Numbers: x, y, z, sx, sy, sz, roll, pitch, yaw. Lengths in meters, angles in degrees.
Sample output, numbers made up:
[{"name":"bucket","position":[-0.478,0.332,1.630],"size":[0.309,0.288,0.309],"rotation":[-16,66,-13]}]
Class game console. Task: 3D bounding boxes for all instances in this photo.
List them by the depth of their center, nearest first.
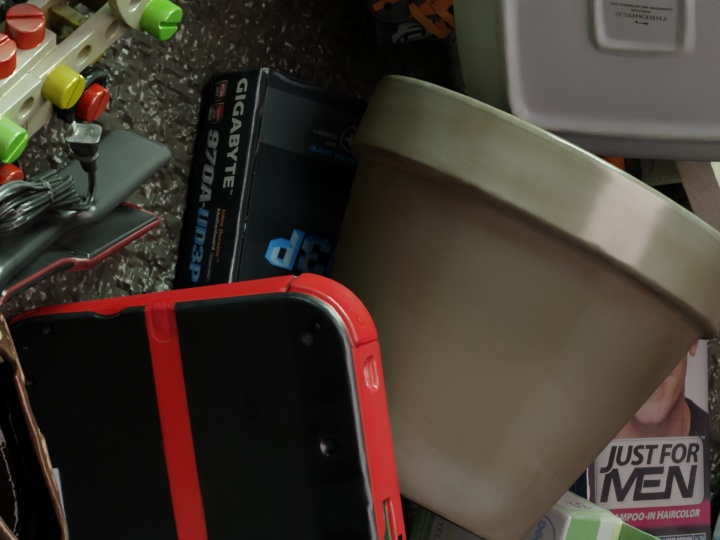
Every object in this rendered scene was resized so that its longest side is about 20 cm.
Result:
[{"name":"game console","position":[-0.068,0.108,1.317],"size":[0.031,0.176,0.201],"rotation":[-16,98,-69]}]

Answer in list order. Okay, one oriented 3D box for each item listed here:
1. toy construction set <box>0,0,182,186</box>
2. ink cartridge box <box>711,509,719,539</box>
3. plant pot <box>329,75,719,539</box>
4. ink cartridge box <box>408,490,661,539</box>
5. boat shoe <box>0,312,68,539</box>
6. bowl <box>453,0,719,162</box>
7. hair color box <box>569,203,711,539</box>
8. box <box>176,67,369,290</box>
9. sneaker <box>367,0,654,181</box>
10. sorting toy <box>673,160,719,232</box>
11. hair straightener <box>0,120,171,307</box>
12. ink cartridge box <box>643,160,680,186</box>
[{"name":"toy construction set","position":[-0.155,-0.108,1.278],"size":[0.200,0.131,0.092],"rotation":[-31,63,-27]},{"name":"ink cartridge box","position":[0.265,0.188,1.629],"size":[0.148,0.085,0.200],"rotation":[44,51,-31]},{"name":"plant pot","position":[0.059,0.030,1.368],"size":[0.200,0.200,0.174],"rotation":[29,86,-36]},{"name":"ink cartridge box","position":[0.095,0.186,1.404],"size":[0.048,0.200,0.146],"rotation":[9,101,-41]},{"name":"boat shoe","position":[-0.180,0.043,1.280],"size":[0.070,0.070,0.200],"rotation":[-31,107,-37]},{"name":"bowl","position":[0.132,-0.134,1.326],"size":[0.075,0.199,0.200],"rotation":[-61,152,-57]},{"name":"hair color box","position":[0.134,0.064,1.558],"size":[0.100,0.060,0.201],"rotation":[1,87,-42]},{"name":"box","position":[0.000,0.000,1.453],"size":[0.200,0.046,0.159],"rotation":[17,77,-40]},{"name":"sneaker","position":[0.069,-0.120,1.474],"size":[0.112,0.078,0.200],"rotation":[-25,81,1]},{"name":"sorting toy","position":[0.219,-0.078,1.488],"size":[0.199,0.069,0.200],"rotation":[68,24,-13]},{"name":"hair straightener","position":[-0.142,-0.032,1.279],"size":[0.200,0.041,0.077],"rotation":[-30,137,-58]},{"name":"ink cartridge box","position":[0.174,-0.107,1.597],"size":[0.200,0.067,0.117],"rotation":[-9,92,-42]}]
